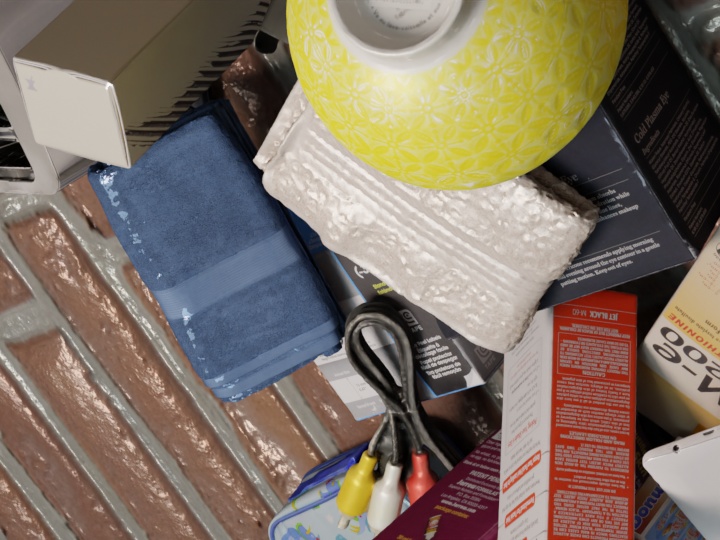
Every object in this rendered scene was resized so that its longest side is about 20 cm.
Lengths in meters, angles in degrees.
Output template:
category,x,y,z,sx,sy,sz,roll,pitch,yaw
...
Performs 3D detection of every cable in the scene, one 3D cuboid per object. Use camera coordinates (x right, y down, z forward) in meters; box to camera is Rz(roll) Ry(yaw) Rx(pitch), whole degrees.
category,x,y,z,sx,sy,sz,roll,pitch,yaw
cable,0.030,0.114,1.637,0.096,0.050,0.201,7,131,9

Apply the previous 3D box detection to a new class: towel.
category,x,y,z,sx,sy,sz,roll,pitch,yaw
towel,0.035,-0.046,1.406,0.199,0.035,0.133,34,135,3
towel,-0.096,-0.012,1.598,0.111,0.049,0.201,-25,114,7

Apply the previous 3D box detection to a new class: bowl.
category,x,y,z,sx,sy,sz,roll,pitch,yaw
bowl,0.037,-0.149,1.282,0.199,0.108,0.202,-2,86,22

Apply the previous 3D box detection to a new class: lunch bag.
category,x,y,z,sx,sy,sz,roll,pitch,yaw
lunch bag,0.030,0.205,1.803,0.161,0.083,0.200,47,142,-8

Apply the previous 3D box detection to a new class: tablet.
category,x,y,z,sx,sy,sz,roll,pitch,yaw
tablet,0.265,0.135,1.476,0.129,0.014,0.200,-22,145,16

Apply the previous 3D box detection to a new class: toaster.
category,x,y,z,sx,sy,sz,roll,pitch,yaw
toaster,-0.235,-0.154,1.628,0.199,0.119,0.182,5,126,50

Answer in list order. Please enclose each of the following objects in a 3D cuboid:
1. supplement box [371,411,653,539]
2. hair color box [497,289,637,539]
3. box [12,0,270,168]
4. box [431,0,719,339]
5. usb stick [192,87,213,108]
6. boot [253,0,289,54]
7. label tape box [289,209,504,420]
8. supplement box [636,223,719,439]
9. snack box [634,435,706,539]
category,x,y,z,sx,sy,sz,roll,pitch,yaw
supplement box,0.115,0.191,1.608,0.103,0.200,0.131,11,135,58
hair color box,0.131,0.122,1.495,0.063,0.202,0.111,8,160,-11
box,-0.128,-0.155,1.500,0.082,0.200,0.069,16,136,28
box,0.098,-0.080,1.438,0.199,0.104,0.183,-19,114,39
usb stick,-0.128,-0.118,1.671,0.055,0.033,0.201,20,136,27
boot,0.036,-0.170,1.392,0.199,0.139,0.077,21,-177,38
label tape box,0.000,0.000,1.648,0.143,0.066,0.200,-19,114,48
supplement box,0.254,0.038,1.460,0.126,0.074,0.200,35,142,9
snack box,0.219,0.183,1.568,0.024,0.072,0.200,32,166,31
